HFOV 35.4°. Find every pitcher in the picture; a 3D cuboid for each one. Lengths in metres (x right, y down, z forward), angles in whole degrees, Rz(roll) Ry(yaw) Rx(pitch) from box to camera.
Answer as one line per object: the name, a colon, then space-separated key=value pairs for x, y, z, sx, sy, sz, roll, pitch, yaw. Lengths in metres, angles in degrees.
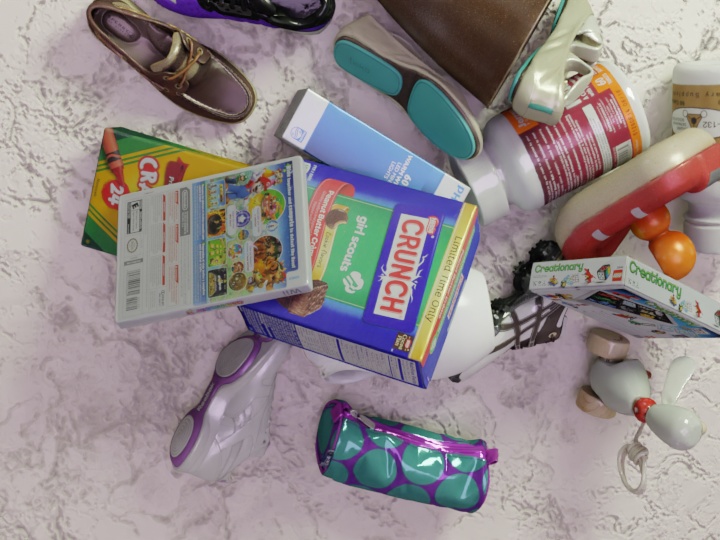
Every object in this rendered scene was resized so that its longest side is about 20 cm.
pitcher: x=0.041 y=0.069 z=1.210 sx=0.196 sy=0.172 sz=0.123 roll=-9 pitch=64 yaw=2

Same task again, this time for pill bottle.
pill bottle: x=0.200 y=-0.133 z=1.208 sx=0.197 sy=0.110 sz=0.111 roll=-27 pitch=104 yaw=-1
pill bottle: x=0.398 y=-0.125 z=1.232 sx=0.112 sy=0.114 sz=0.204 roll=-5 pitch=103 yaw=-6

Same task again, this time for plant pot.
plant pot: x=0.094 y=-0.298 z=1.140 sx=0.198 sy=0.187 sz=0.189 roll=31 pitch=97 yaw=3

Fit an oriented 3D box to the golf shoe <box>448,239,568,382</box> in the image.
golf shoe: x=0.181 y=0.064 z=1.265 sx=0.094 sy=0.078 sz=0.200 roll=42 pitch=95 yaw=-13

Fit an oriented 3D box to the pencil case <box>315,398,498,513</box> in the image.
pencil case: x=0.049 y=0.210 z=1.274 sx=0.196 sy=0.086 sz=0.093 roll=16 pitch=128 yaw=-11

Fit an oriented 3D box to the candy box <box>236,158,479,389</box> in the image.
candy box: x=0.000 y=0.000 z=1.109 sx=0.197 sy=0.077 sz=0.171 roll=16 pitch=69 yaw=15

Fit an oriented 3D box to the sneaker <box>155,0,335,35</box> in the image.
sneaker: x=-0.118 y=-0.286 z=1.140 sx=0.196 sy=0.100 sz=0.071 roll=7 pitch=99 yaw=-9

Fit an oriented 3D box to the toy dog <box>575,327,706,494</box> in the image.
toy dog: x=0.323 y=0.144 z=1.258 sx=0.095 sy=0.201 sz=0.133 roll=3 pitch=128 yaw=-24

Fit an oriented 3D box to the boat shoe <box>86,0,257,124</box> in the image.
boat shoe: x=-0.195 y=-0.215 z=1.160 sx=0.199 sy=0.072 sz=0.073 roll=35 pitch=96 yaw=-13

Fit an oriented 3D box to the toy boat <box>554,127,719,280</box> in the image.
toy boat: x=0.302 y=-0.049 z=1.178 sx=0.199 sy=0.130 sz=0.132 roll=-34 pitch=84 yaw=44

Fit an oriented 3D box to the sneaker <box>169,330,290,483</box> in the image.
sneaker: x=-0.129 y=0.147 z=1.258 sx=0.099 sy=0.075 sz=0.201 roll=31 pitch=97 yaw=-31

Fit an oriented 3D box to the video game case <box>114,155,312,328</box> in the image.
video game case: x=-0.145 y=-0.028 z=1.102 sx=0.196 sy=0.018 sz=0.146 roll=-11 pitch=61 yaw=12

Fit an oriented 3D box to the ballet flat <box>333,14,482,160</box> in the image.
ballet flat: x=0.061 y=-0.197 z=1.179 sx=0.199 sy=0.069 sz=0.070 roll=41 pitch=95 yaw=9

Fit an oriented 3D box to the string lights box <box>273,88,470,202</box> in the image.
string lights box: x=0.009 y=-0.115 z=1.191 sx=0.198 sy=0.103 sz=0.060 roll=30 pitch=93 yaw=-13

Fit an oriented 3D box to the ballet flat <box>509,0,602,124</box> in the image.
ballet flat: x=0.212 y=-0.218 z=1.155 sx=0.069 sy=0.069 sz=0.201 roll=43 pitch=51 yaw=-14

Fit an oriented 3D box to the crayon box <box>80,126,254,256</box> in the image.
crayon box: x=-0.182 y=-0.063 z=1.177 sx=0.196 sy=0.051 sz=0.129 roll=16 pitch=100 yaw=7

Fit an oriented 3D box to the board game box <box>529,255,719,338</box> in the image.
board game box: x=0.292 y=0.032 z=1.208 sx=0.198 sy=0.125 sz=0.035 roll=22 pitch=73 yaw=-38
